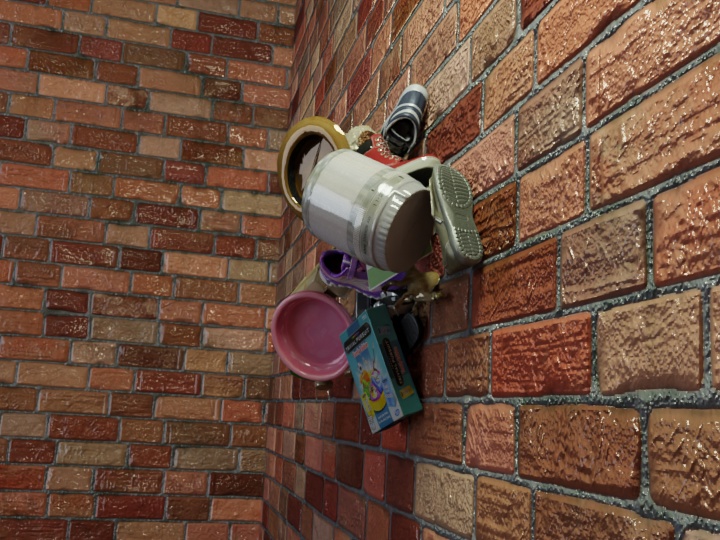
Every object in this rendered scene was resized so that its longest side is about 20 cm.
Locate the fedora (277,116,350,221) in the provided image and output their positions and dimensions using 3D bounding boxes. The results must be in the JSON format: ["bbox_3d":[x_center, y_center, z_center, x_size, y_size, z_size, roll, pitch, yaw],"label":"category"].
[{"bbox_3d":[-0.072,-0.193,1.530,0.197,0.081,0.206,8,103,36],"label":"fedora"}]

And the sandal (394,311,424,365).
[{"bbox_3d":[0.078,0.148,1.511,0.201,0.044,0.076,-54,53,45],"label":"sandal"}]

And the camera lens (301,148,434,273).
[{"bbox_3d":[0.010,-0.102,1.342,0.198,0.158,0.164,27,118,32],"label":"camera lens"}]

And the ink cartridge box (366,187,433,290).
[{"bbox_3d":[0.071,-0.062,1.446,0.144,0.048,0.203,-32,44,24],"label":"ink cartridge box"}]

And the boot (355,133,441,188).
[{"bbox_3d":[0.062,-0.205,1.461,0.197,0.072,0.148,-20,57,39],"label":"boot"}]

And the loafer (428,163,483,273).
[{"bbox_3d":[0.137,-0.082,1.257,0.070,0.074,0.204,-48,36,43],"label":"loafer"}]

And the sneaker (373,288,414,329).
[{"bbox_3d":[0.069,0.086,1.532,0.200,0.072,0.082,111,158,-73],"label":"sneaker"}]

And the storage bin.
[{"bbox_3d":[-0.088,0.044,1.835,0.200,0.093,0.199,-45,6,38],"label":"storage bin"}]

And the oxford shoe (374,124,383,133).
[{"bbox_3d":[0.031,-0.226,1.764,0.203,0.069,0.075,-61,35,21],"label":"oxford shoe"}]

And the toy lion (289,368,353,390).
[{"bbox_3d":[-0.101,0.212,1.870,0.199,0.189,0.070,-30,51,46],"label":"toy lion"}]

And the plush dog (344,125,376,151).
[{"bbox_3d":[-0.022,-0.216,1.635,0.174,0.158,0.200,-60,14,4],"label":"plush dog"}]

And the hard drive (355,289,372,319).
[{"bbox_3d":[0.013,0.083,1.701,0.201,0.037,0.143,82,-173,-70],"label":"hard drive"}]

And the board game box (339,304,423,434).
[{"bbox_3d":[0.034,0.188,1.497,0.151,0.046,0.204,-47,60,59],"label":"board game box"}]

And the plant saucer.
[{"bbox_3d":[-0.095,0.136,1.718,0.051,0.196,0.205,-46,-30,-63],"label":"plant saucer"}]

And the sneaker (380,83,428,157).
[{"bbox_3d":[0.073,-0.261,1.578,0.201,0.069,0.110,116,174,-50],"label":"sneaker"}]

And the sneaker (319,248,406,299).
[{"bbox_3d":[0.000,0.000,1.577,0.089,0.195,0.082,55,-133,-64],"label":"sneaker"}]

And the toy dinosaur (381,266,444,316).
[{"bbox_3d":[0.092,0.027,1.412,0.059,0.100,0.201,56,-178,-33],"label":"toy dinosaur"}]
